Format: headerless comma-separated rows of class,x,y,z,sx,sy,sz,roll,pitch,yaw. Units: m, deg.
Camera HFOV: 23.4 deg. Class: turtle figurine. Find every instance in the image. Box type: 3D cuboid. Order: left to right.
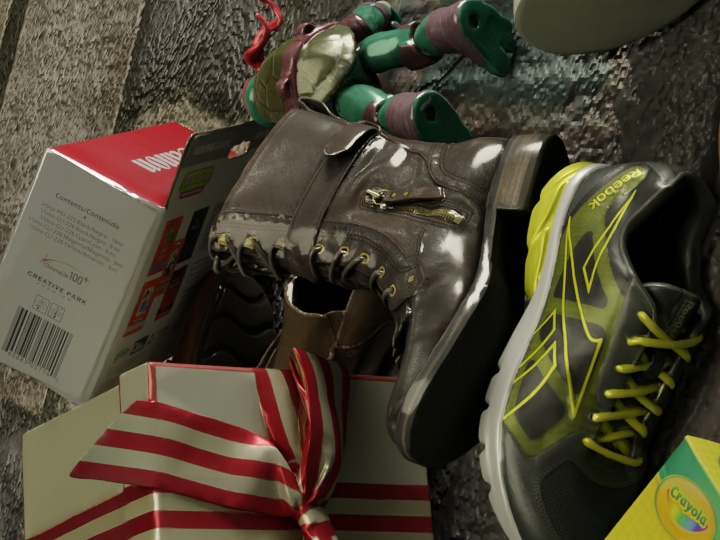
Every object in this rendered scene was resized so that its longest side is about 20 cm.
turtle figurine,-0.007,-0.099,1.004,0.200,0.101,0.150,-2,74,52

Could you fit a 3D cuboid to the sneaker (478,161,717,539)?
sneaker,0.109,0.039,0.770,0.085,0.074,0.201,-15,64,54

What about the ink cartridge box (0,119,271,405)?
ink cartridge box,-0.133,-0.030,1.071,0.176,0.084,0.200,-66,-10,14

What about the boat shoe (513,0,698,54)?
boat shoe,0.150,-0.179,0.824,0.201,0.070,0.072,-38,34,39

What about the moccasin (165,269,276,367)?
moccasin,-0.099,0.099,1.082,0.078,0.074,0.202,-1,82,50

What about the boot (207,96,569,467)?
boot,0.000,0.000,0.852,0.174,0.069,0.200,6,54,28

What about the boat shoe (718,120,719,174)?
boat shoe,0.192,-0.076,0.693,0.063,0.073,0.201,-20,58,53

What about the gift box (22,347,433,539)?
gift box,-0.075,0.150,0.884,0.187,0.200,0.185,-26,69,51

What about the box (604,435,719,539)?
box,0.131,0.161,0.706,0.200,0.048,0.117,-56,36,24

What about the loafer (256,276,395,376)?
loafer,-0.016,0.018,0.975,0.200,0.071,0.073,-53,35,35
